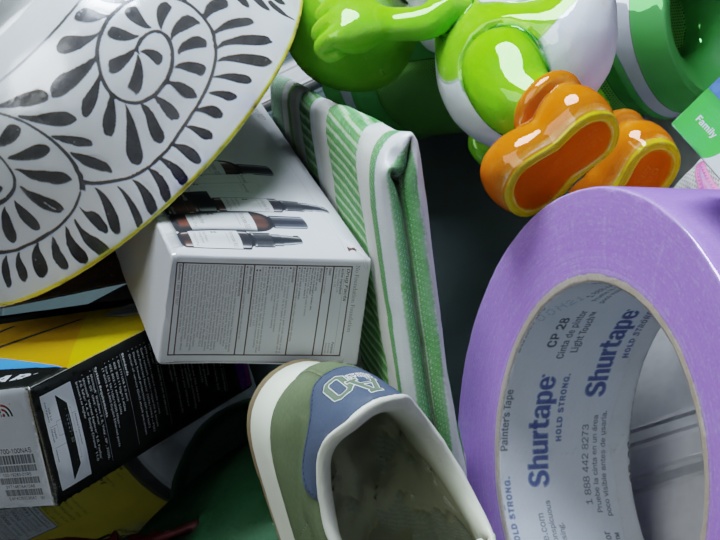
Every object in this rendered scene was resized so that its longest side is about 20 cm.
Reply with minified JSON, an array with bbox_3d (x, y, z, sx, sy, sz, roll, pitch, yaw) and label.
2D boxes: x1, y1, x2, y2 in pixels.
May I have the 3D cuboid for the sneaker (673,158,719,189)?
[{"bbox_3d":[0.171,0.022,0.734,0.088,0.081,0.201,-32,42,29],"label":"sneaker"}]

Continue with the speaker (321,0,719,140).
[{"bbox_3d":[0.075,-0.106,0.883,0.199,0.088,0.089,-2,65,41],"label":"speaker"}]

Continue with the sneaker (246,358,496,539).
[{"bbox_3d":[0.020,0.127,0.703,0.067,0.202,0.090,-23,4,-23],"label":"sneaker"}]

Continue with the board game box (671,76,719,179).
[{"bbox_3d":[0.203,-0.025,0.579,0.135,0.034,0.200,-44,50,11],"label":"board game box"}]

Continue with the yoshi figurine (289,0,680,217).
[{"bbox_3d":[0.034,-0.083,0.795,0.111,0.113,0.200,-18,49,-22],"label":"yoshi figurine"}]

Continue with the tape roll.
[{"bbox_3d":[0.110,0.071,0.693,0.200,0.065,0.202,2,92,63],"label":"tape roll"}]

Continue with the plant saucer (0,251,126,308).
[{"bbox_3d":[-0.141,-0.007,0.946,0.199,0.200,0.035,-11,92,37],"label":"plant saucer"}]

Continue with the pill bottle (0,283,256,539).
[{"bbox_3d":[-0.156,0.089,0.955,0.199,0.112,0.113,-25,51,29],"label":"pill bottle"}]

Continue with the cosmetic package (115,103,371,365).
[{"bbox_3d":[-0.062,-0.024,0.816,0.200,0.082,0.051,-125,42,-62],"label":"cosmetic package"}]

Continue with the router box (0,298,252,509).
[{"bbox_3d":[-0.167,0.057,0.807,0.198,0.149,0.052,-7,101,29],"label":"router box"}]

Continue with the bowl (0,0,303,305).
[{"bbox_3d":[-0.129,-0.092,0.803,0.200,0.094,0.201,-32,29,20],"label":"bowl"}]

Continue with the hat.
[{"bbox_3d":[-0.094,0.151,0.775,0.199,0.175,0.167,-20,84,47],"label":"hat"}]

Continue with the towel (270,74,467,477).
[{"bbox_3d":[0.000,0.000,0.815,0.023,0.154,0.200,-12,13,-11],"label":"towel"}]
